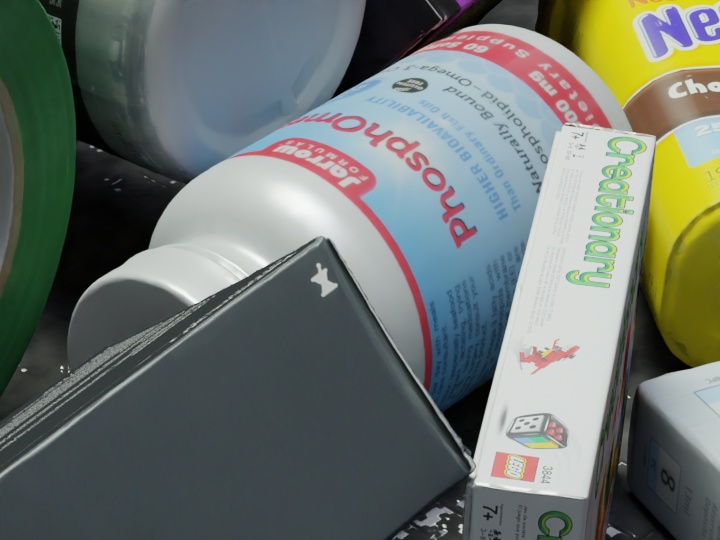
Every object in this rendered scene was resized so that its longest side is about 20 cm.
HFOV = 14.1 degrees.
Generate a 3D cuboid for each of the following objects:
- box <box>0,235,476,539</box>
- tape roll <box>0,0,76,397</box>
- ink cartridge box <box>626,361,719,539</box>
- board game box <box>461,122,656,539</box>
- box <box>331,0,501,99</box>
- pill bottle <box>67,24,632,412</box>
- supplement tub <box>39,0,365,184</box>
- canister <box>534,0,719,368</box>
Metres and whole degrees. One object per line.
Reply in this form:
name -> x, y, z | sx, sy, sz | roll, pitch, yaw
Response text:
box -> -0.088, 0.087, 0.746 | 0.200, 0.079, 0.141 | -37, 4, -31
tape roll -> -0.167, -0.010, 0.873 | 0.048, 0.202, 0.200 | 22, 36, 30
ink cartridge box -> 0.201, 0.083, 0.906 | 0.159, 0.048, 0.200 | -12, 33, -25
board game box -> 0.056, 0.059, 0.855 | 0.034, 0.127, 0.200 | 7, 32, 7
box -> 0.030, -0.108, 1.123 | 0.036, 0.143, 0.200 | 51, 41, 0
pill bottle -> 0.000, 0.000, 0.963 | 0.108, 0.109, 0.200 | 24, 37, 30
supplement tub -> -0.106, -0.115, 1.020 | 0.199, 0.123, 0.122 | 23, 36, 33
canister -> 0.156, -0.049, 1.081 | 0.147, 0.087, 0.200 | -1, 33, -10
